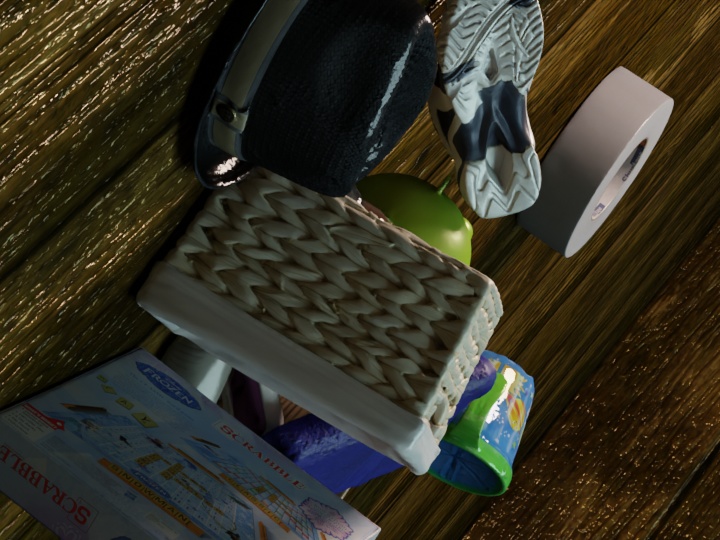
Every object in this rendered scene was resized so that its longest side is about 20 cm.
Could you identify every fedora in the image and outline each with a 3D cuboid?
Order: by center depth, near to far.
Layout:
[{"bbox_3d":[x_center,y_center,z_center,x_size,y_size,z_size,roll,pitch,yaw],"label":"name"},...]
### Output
[{"bbox_3d":[-0.012,-0.112,1.386,0.201,0.091,0.201,-52,169,-15],"label":"fedora"}]

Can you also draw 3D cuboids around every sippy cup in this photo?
[{"bbox_3d":[0.130,0.164,2.699,0.178,0.140,0.131,-4,-128,53],"label":"sippy cup"}]

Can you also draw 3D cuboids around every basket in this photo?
[{"bbox_3d":[-0.019,0.024,1.507,0.124,0.200,0.136,-60,170,-6],"label":"basket"}]

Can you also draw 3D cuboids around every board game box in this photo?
[{"bbox_3d":[-0.107,0.138,1.447,0.041,0.200,0.199,-57,168,20],"label":"board game box"}]

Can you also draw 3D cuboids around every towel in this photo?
[{"bbox_3d":[-0.010,0.121,1.758,0.200,0.050,0.148,-19,160,-37],"label":"towel"}]

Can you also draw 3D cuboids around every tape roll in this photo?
[{"bbox_3d":[0.246,-0.113,2.517,0.200,0.066,0.200,-53,169,-14],"label":"tape roll"}]

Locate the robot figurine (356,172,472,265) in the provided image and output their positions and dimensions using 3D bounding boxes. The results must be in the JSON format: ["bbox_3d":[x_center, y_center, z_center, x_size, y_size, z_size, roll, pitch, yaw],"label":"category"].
[{"bbox_3d":[0.014,0.011,1.788,0.175,0.116,0.200,-34,157,-40],"label":"robot figurine"}]

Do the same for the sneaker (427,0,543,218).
[{"bbox_3d":[0.084,-0.151,1.752,0.079,0.130,0.200,-16,119,-7],"label":"sneaker"}]

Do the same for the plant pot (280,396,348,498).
[{"bbox_3d":[-0.069,0.161,1.938,0.201,0.093,0.201,-51,167,-16],"label":"plant pot"}]

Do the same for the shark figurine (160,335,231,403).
[{"bbox_3d":[-0.121,0.123,1.643,0.128,0.089,0.215,-41,160,-47],"label":"shark figurine"}]

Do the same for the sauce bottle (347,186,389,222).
[{"bbox_3d":[0.000,0.000,1.647,0.065,0.065,0.200,-49,133,-28],"label":"sauce bottle"}]

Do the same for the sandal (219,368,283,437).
[{"bbox_3d":[-0.089,0.091,1.741,0.050,0.083,0.203,-17,158,-9],"label":"sandal"}]
